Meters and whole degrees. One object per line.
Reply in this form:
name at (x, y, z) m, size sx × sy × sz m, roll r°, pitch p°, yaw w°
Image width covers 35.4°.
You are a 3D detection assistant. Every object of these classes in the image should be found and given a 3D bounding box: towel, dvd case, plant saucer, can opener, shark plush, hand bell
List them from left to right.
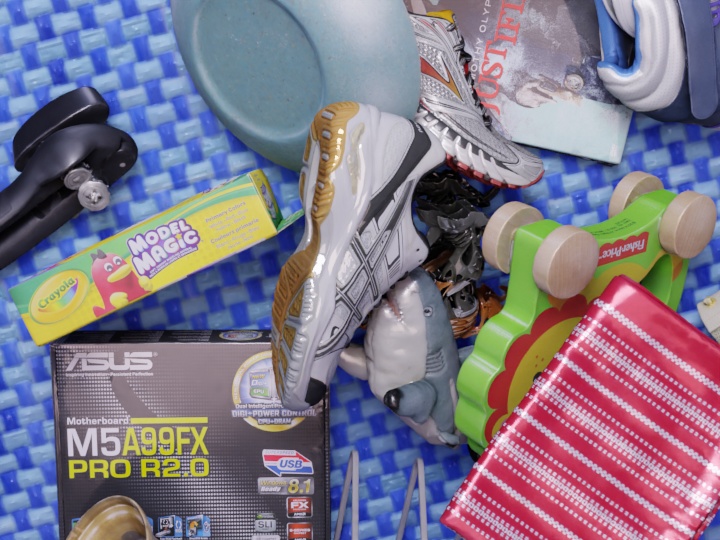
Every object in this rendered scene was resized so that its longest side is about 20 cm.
can opener at (-0.240, -0.040, 0.794) m, size 0.200 × 0.079 × 0.063 m, roll -41°, pitch 134°, yaw 8°
hand bell at (-0.111, 0.241, 0.807) m, size 0.200 × 0.104 × 0.104 m, roll 33°, pitch 98°, yaw -40°
plant saucer at (-0.056, -0.140, 0.723) m, size 0.200 × 0.039 × 0.202 m, roll 23°, pitch 134°, yaw 25°
shark plush at (0.069, 0.083, 0.780) m, size 0.200 × 0.091 × 0.083 m, roll 43°, pitch 84°, yaw -27°
dvd case at (0.104, -0.165, 0.800) m, size 0.199 × 0.022 × 0.147 m, roll 12°, pitch 99°, yaw -3°
towel at (0.163, 0.119, 0.711) m, size 0.144 × 0.022 × 0.200 m, roll 38°, pitch 83°, yaw 0°

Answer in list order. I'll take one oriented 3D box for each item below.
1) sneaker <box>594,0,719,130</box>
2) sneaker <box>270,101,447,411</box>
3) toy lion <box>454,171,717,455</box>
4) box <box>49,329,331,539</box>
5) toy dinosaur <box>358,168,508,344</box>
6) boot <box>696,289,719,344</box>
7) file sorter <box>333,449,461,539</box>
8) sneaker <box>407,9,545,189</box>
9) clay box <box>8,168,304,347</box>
sneaker at (0.229, -0.197, 0.749) m, size 0.146 × 0.081 × 0.201 m, roll 11°, pitch 106°, yaw -31°
sneaker at (0.000, 0.000, 0.696) m, size 0.087 × 0.076 × 0.201 m, roll 7°, pitch 111°, yaw -21°
toy lion at (0.150, 0.043, 0.782) m, size 0.199 × 0.069 × 0.192 m, roll -16°, pitch 120°, yaw -35°
box at (-0.121, 0.125, 0.826) m, size 0.199 × 0.044 × 0.161 m, roll 0°, pitch 101°, yaw -3°
toy dinosaur at (0.053, 0.002, 0.804) m, size 0.199 × 0.102 × 0.136 m, roll -6°, pitch 117°, yaw -30°
boot at (0.305, -0.019, 0.800) m, size 0.155 × 0.072 × 0.201 m, roll -37°, pitch 59°, yaw 34°
file sorter at (0.079, 0.218, 0.796) m, size 0.199 × 0.125 × 0.139 m, roll 7°, pitch 126°, yaw -4°
sneaker at (0.050, -0.129, 0.754) m, size 0.200 × 0.078 × 0.082 m, roll 42°, pitch 95°, yaw -7°
clay box at (-0.127, -0.018, 0.767) m, size 0.199 × 0.115 × 0.048 m, roll -27°, pitch 97°, yaw 1°
